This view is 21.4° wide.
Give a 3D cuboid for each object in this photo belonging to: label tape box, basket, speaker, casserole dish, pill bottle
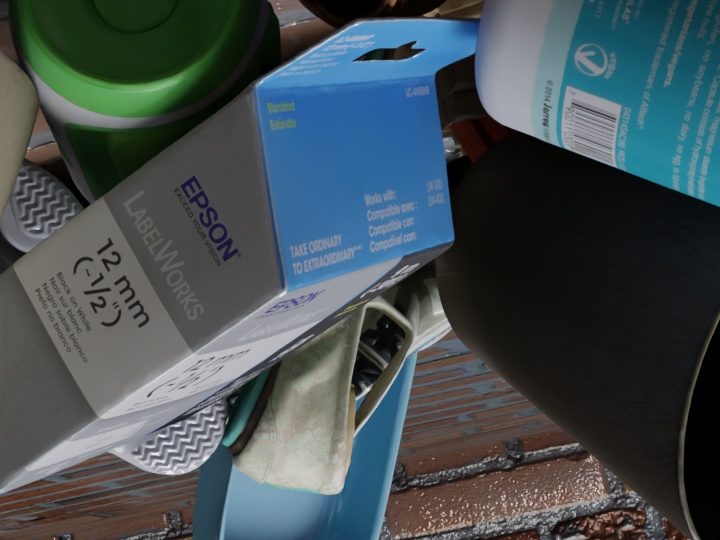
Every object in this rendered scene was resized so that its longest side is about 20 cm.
[{"bbox_3d":[-0.034,-0.009,0.655,0.199,0.066,0.143,-32,173,25],"label":"label tape box"},{"bbox_3d":[0.129,0.010,0.767,0.136,0.181,0.200,42,170,-31],"label":"basket"},{"bbox_3d":[-0.073,-0.070,0.681,0.088,0.089,0.200,-10,169,-4],"label":"speaker"},{"bbox_3d":[-0.030,0.077,0.950,0.039,0.202,0.121,10,178,41],"label":"casserole dish"},{"bbox_3d":[0.145,-0.069,0.615,0.199,0.112,0.111,22,176,14],"label":"pill bottle"}]

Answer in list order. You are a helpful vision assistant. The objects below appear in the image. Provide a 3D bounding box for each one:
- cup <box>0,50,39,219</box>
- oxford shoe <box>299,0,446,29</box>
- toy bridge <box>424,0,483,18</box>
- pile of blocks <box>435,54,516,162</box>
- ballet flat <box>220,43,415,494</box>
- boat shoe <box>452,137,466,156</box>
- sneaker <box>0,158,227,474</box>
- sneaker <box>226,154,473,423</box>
[{"bbox_3d":[-0.210,-0.003,0.583,0.198,0.145,0.200,8,168,2],"label":"cup"},{"bbox_3d":[-0.004,-0.106,0.610,0.071,0.072,0.200,-15,170,14],"label":"oxford shoe"},{"bbox_3d":[0.114,-0.127,0.726,0.199,0.027,0.067,-15,168,20],"label":"toy bridge"},{"bbox_3d":[0.116,-0.075,0.895,0.199,0.063,0.082,-2,166,-40],"label":"pile of blocks"},{"bbox_3d":[0.000,0.000,0.816,0.062,0.201,0.067,22,170,-8],"label":"ballet flat"},{"bbox_3d":[0.112,-0.049,1.014,0.071,0.065,0.200,-17,168,27],"label":"boat shoe"},{"bbox_3d":[-0.139,0.007,0.808,0.076,0.200,0.114,-47,-172,-16],"label":"sneaker"},{"bbox_3d":[-0.001,0.026,0.888,0.199,0.078,0.086,-27,163,-21],"label":"sneaker"}]
